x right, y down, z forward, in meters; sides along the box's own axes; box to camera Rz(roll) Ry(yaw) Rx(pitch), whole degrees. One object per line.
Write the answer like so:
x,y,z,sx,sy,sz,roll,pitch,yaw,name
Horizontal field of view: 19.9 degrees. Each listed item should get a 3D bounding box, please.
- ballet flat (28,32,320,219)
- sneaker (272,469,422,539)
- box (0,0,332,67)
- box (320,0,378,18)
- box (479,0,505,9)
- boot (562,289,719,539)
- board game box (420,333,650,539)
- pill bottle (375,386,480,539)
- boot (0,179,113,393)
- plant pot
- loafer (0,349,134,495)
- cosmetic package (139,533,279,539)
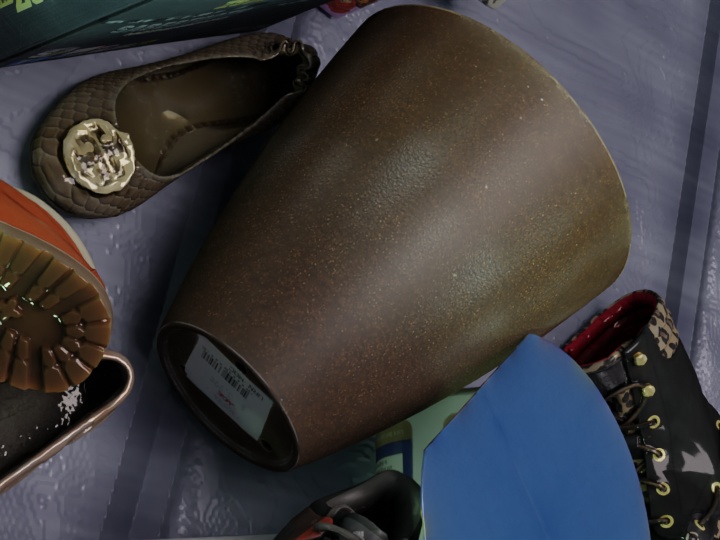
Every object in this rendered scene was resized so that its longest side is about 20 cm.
-0.085,-0.079,1.025,0.200,0.046,0.067,-28,99,-47,ballet flat
-0.027,0.137,0.865,0.077,0.082,0.200,35,28,4,sneaker
-0.067,-0.147,0.981,0.200,0.158,0.051,-17,92,-49,box
0.015,-0.208,1.054,0.137,0.200,0.039,33,54,-36,box
0.028,-0.234,1.158,0.200,0.068,0.082,28,36,-38,box
0.167,0.115,1.219,0.200,0.073,0.151,-46,114,-47,boot
0.073,0.128,0.985,0.200,0.039,0.158,-43,113,-52,board game box
0.064,0.167,1.066,0.111,0.111,0.200,14,69,-44,pill bottle
-0.196,-0.026,0.881,0.200,0.075,0.107,36,10,-12,boot
0.000,0.000,1.015,0.200,0.187,0.187,-43,111,-28,plant pot
-0.179,0.076,0.868,0.200,0.063,0.072,-31,103,-47,loafer
-0.110,0.172,0.910,0.200,0.074,0.102,8,73,-48,cosmetic package
